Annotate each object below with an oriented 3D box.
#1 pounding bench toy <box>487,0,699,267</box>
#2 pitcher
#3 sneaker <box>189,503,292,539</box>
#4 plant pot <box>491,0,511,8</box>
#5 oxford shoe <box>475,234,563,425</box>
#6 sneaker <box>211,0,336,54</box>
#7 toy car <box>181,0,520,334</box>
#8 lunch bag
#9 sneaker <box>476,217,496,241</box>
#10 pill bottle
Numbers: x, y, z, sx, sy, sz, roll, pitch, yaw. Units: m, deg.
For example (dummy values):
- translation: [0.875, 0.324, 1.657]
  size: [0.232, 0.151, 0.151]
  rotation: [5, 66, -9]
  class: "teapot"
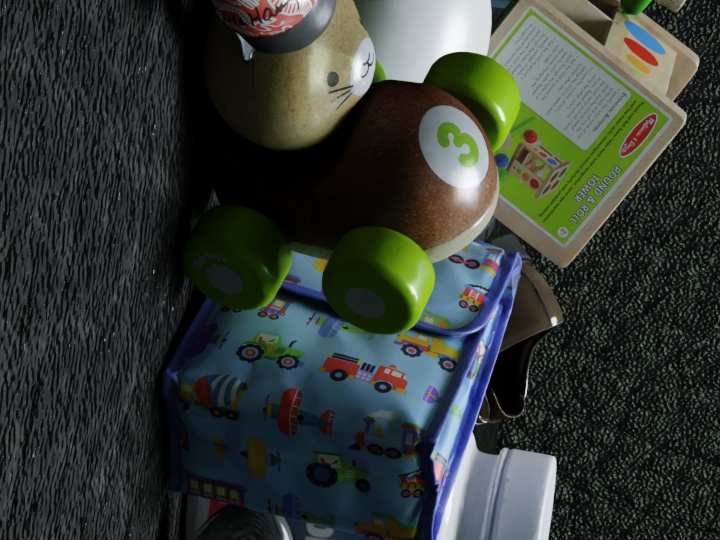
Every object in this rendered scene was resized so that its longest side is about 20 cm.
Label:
- translation: [0.148, -0.135, 1.583]
  size: [0.200, 0.124, 0.156]
  rotation: [-52, -177, 23]
  class: "pounding bench toy"
- translation: [0.001, -0.109, 1.515]
  size: [0.172, 0.121, 0.201]
  rotation: [-118, -135, -75]
  class: "pitcher"
- translation: [-0.081, 0.209, 1.406]
  size: [0.085, 0.074, 0.201]
  rotation: [-77, -178, -69]
  class: "sneaker"
- translation: [0.062, -0.254, 1.675]
  size: [0.200, 0.140, 0.142]
  rotation: [-7, 105, -74]
  class: "plant pot"
- translation: [0.055, 0.074, 1.574]
  size: [0.073, 0.085, 0.200]
  rotation: [-18, 153, -50]
  class: "oxford shoe"
- translation: [-0.050, -0.210, 1.149]
  size: [0.108, 0.067, 0.203]
  rotation: [44, 42, -62]
  class: "sneaker"
- translation: [-0.017, -0.099, 1.274]
  size: [0.201, 0.157, 0.165]
  rotation: [74, 33, -44]
  class: "toy car"
- translation: [-0.004, 0.038, 1.374]
  size: [0.094, 0.150, 0.200]
  rotation: [91, 16, -44]
  class: "lunch bag"
- translation: [0.031, -0.012, 1.677]
  size: [0.076, 0.090, 0.201]
  rotation: [83, 25, -51]
  class: "sneaker"
- translation: [0.008, 0.135, 1.444]
  size: [0.120, 0.199, 0.120]
  rotation: [8, 90, -82]
  class: "pill bottle"
